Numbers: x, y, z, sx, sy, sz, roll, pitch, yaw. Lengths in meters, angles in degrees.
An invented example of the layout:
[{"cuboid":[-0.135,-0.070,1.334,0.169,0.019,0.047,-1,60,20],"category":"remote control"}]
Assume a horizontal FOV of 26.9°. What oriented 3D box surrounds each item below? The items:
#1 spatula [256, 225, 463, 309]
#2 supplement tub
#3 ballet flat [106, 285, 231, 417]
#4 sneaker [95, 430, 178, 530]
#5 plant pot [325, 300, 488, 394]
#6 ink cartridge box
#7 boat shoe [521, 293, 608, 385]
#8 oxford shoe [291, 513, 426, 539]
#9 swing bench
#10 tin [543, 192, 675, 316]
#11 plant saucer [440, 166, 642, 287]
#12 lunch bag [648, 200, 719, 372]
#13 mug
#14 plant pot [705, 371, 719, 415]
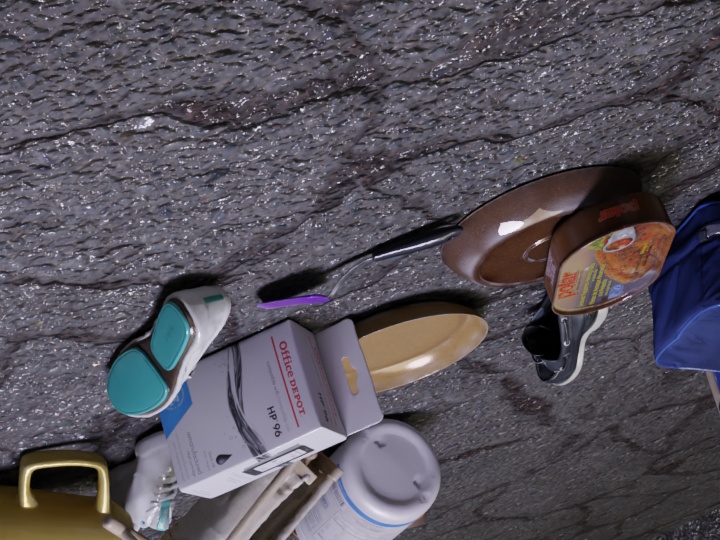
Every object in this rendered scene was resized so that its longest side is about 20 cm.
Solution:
[{"cuboid":[0.000,0.000,1.345,0.198,0.021,0.056,-25,170,10],"category":"spatula"},{"cuboid":[0.006,0.279,1.877,0.131,0.133,0.200,-7,157,-26],"category":"supplement tub"},{"cuboid":[-0.166,0.073,1.344,0.069,0.070,0.200,-5,154,-31],"category":"ballet flat"},{"cuboid":[-0.221,0.238,1.650,0.075,0.089,0.200,0,152,-36],"category":"sneaker"},{"cuboid":[0.035,0.079,1.560,0.198,0.028,0.200,-16,159,-6],"category":"plant pot"},{"cuboid":[-0.090,0.127,1.451,0.199,0.117,0.068,-25,157,14],"category":"ink cartridge box"},{"cuboid":[0.206,0.068,1.608,0.065,0.075,0.200,-10,157,-15],"category":"boat shoe"},{"cuboid":[-0.004,0.331,2.113,0.198,0.072,0.072,-12,130,-15],"category":"oxford shoe"},{"cuboid":[-0.131,0.245,1.581,0.199,0.129,0.200,-50,157,-5],"category":"swing bench"},{"cuboid":[0.227,-0.013,1.397,0.111,0.042,0.200,-21,159,-7],"category":"tin"},{"cuboid":[0.173,-0.033,1.398,0.198,0.032,0.201,-17,158,-7],"category":"plant saucer"},{"cuboid":[0.378,0.007,1.529,0.134,0.134,0.200,5,153,-13],"category":"lunch bag"},{"cuboid":[-0.316,0.294,1.594,0.152,0.151,0.187,2,148,-21],"category":"mug"},{"cuboid":[0.492,0.072,1.696,0.178,0.202,0.200,-3,155,-20],"category":"plant pot"}]
